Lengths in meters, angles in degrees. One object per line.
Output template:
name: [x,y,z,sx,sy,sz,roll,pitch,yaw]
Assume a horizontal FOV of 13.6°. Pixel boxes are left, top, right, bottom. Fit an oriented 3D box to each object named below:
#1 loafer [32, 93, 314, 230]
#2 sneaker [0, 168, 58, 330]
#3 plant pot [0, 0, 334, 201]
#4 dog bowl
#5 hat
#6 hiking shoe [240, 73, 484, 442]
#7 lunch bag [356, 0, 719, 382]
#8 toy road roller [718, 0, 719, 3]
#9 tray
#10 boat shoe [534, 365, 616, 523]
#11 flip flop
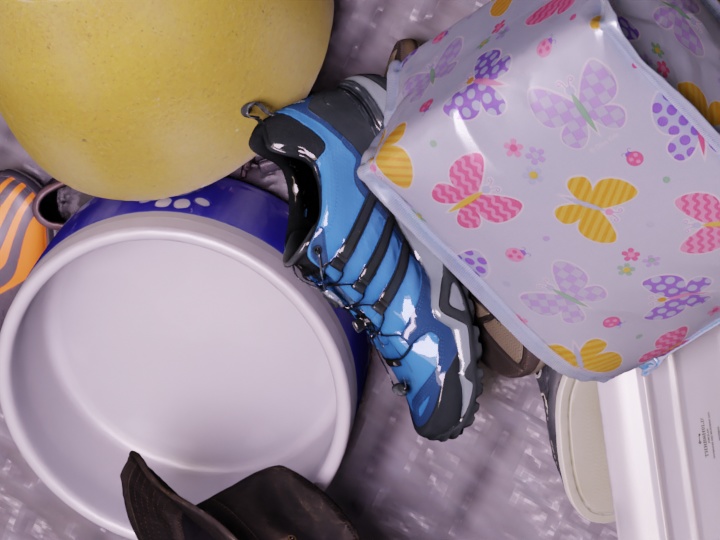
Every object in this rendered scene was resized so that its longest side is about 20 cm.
loafer: [-0.090,-0.050,1.681,0.199,0.063,0.072,-12,95,22]
sneaker: [-0.247,0.036,1.728,0.077,0.112,0.201,34,109,11]
plant pot: [-0.131,-0.155,1.590,0.199,0.142,0.201,-7,67,18]
dog bowl: [-0.096,0.050,1.663,0.199,0.079,0.201,5,118,9]
hat: [-0.041,0.160,1.608,0.081,0.201,0.201,-37,85,-16]
hiking shoe: [0.000,0.000,1.594,0.086,0.074,0.201,-17,87,-23]
lunch bag: [0.127,-0.049,1.488,0.169,0.127,0.200,-32,114,32]
toy road roller: [0.187,-0.214,1.536,0.122,0.146,0.201,17,68,16]
tray: [0.182,0.088,1.596,0.107,0.022,0.201,-11,98,-20]
boat shoe: [0.122,0.033,1.621,0.074,0.066,0.201,-10,101,-24]
flip flop: [0.062,-0.035,1.616,0.201,0.057,0.081,62,155,25]
